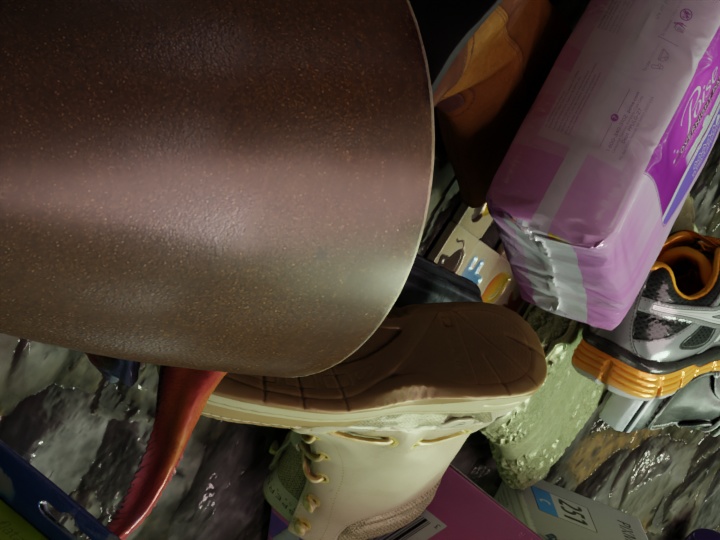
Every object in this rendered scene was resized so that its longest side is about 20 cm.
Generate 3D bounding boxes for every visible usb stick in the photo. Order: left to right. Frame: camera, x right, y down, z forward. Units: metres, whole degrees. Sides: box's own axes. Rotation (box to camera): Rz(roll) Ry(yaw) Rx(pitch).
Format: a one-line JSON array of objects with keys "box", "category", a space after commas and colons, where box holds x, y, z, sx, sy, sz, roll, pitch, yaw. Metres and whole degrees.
[{"box": [0.000, 0.000, 1.276, 0.200, 0.055, 0.033, 24, 69, -61], "category": "usb stick"}]

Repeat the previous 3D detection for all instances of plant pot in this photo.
[{"box": [-0.108, -0.048, 0.954, 0.199, 0.187, 0.188, -3, 123, -39], "category": "plant pot"}]

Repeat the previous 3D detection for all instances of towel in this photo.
[{"box": [0.135, 0.030, 1.526, 0.200, 0.036, 0.149, -53, 157, -11], "category": "towel"}]

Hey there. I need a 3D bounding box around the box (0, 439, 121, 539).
[{"box": [-0.152, 0.187, 1.151, 0.048, 0.122, 0.201, -25, 138, -42], "category": "box"}]

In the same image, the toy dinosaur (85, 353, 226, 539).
[{"box": [-0.038, 0.003, 1.104, 0.104, 0.181, 0.202, 2, 74, -36], "category": "toy dinosaur"}]

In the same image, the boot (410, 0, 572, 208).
[{"box": [0.033, -0.081, 1.261, 0.189, 0.068, 0.200, -59, 160, -12], "category": "boot"}]

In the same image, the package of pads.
[{"box": [0.138, -0.081, 1.318, 0.201, 0.075, 0.121, -61, 163, -15], "category": "package of pads"}]

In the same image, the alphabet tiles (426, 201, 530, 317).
[{"box": [0.064, 0.023, 1.449, 0.201, 0.008, 0.167, -57, 152, 1], "category": "alphabet tiles"}]

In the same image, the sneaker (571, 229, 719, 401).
[{"box": [0.194, 0.013, 1.484, 0.200, 0.078, 0.078, -25, 133, -56], "category": "sneaker"}]

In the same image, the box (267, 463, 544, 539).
[{"box": [0.033, 0.218, 1.415, 0.096, 0.176, 0.201, -29, 143, -35], "category": "box"}]

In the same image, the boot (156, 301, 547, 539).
[{"box": [-0.026, 0.076, 1.281, 0.199, 0.073, 0.156, 0, 147, -28], "category": "boot"}]

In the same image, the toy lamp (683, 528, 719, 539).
[{"box": [0.224, 0.280, 1.913, 0.058, 0.058, 0.201, -16, 131, -51], "category": "toy lamp"}]

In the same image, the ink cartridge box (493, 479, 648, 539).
[{"box": [0.168, 0.201, 1.528, 0.200, 0.175, 0.045, -104, -142, -71], "category": "ink cartridge box"}]

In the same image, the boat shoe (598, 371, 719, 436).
[{"box": [0.219, 0.067, 1.636, 0.200, 0.071, 0.072, -26, 155, -55], "category": "boat shoe"}]
